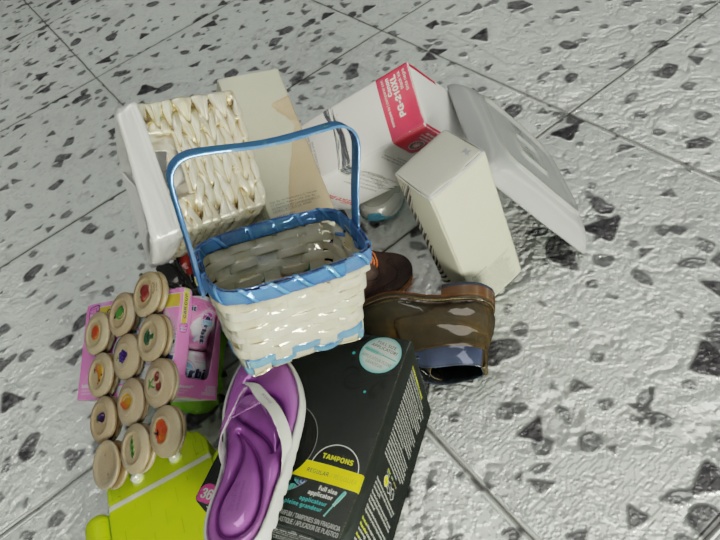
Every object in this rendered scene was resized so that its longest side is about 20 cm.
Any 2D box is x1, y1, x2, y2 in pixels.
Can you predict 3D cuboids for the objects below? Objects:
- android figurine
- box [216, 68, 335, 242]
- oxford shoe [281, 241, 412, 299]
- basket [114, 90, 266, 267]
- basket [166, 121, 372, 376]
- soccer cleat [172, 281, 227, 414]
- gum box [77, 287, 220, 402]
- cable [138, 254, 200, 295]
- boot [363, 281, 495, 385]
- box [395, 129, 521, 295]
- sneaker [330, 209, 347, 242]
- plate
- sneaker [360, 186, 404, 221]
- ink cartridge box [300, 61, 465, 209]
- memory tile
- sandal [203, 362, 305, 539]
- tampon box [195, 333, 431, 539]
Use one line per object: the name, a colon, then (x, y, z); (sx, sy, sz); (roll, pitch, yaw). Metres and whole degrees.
android figurine: (-0.201, 0.250, 0.695); (0.179, 0.042, 0.202); (-26, 46, -5)
box: (-0.101, -0.117, 0.761); (0.076, 0.095, 0.204); (-16, 74, -20)
oxford shoe: (0.000, 0.000, 0.785); (0.197, 0.073, 0.072); (-10, 56, -43)
basket: (-0.186, -0.094, 0.714); (0.121, 0.139, 0.199); (-17, 0, -19)
basket: (-0.076, -0.022, 0.604); (0.172, 0.205, 0.139); (-14, 32, -21)
soccer cleat: (-0.193, 0.075, 0.821); (0.079, 0.068, 0.205); (-3, 61, 24)
gum box: (-0.243, 0.092, 0.768); (0.196, 0.065, 0.117); (-10, 72, 37)
cable: (-0.234, 0.030, 0.925); (0.097, 0.051, 0.200); (-39, 57, -13)
boot: (0.055, 0.079, 0.739); (0.195, 0.075, 0.099); (-14, 49, 23)
box: (0.115, -0.050, 0.748); (0.082, 0.202, 0.068); (-39, 45, -10)
sneaker: (-0.037, -0.010, 0.863); (0.076, 0.071, 0.202); (-23, 43, 6)
plate: (0.200, -0.137, 0.823); (0.032, 0.197, 0.203); (-42, 35, 29)
sneaker: (0.029, -0.161, 0.974); (0.074, 0.082, 0.204); (-2, 53, 16)
ink cartridge box: (0.018, -0.160, 0.840); (0.197, 0.144, 0.087); (-22, 76, 28)
memory tile: (-0.249, 0.117, 0.713); (0.152, 0.017, 0.204); (-31, 62, 30)
sandal: (-0.091, 0.141, 0.567); (0.080, 0.051, 0.206); (-12, 42, 8)
tampon box: (-0.033, 0.174, 0.643); (0.146, 0.128, 0.203); (5, 49, 24)
